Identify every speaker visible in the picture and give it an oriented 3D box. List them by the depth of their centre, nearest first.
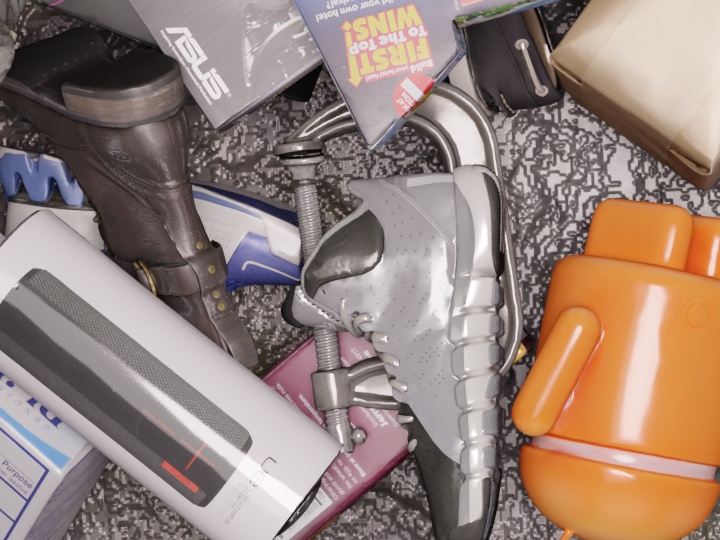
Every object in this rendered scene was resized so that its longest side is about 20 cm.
[{"bbox_3d":[-0.107,0.061,1.126,0.200,0.081,0.081,39,95,3],"label":"speaker"}]

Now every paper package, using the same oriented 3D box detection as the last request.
[{"bbox_3d":[0.202,-0.153,1.181,0.103,0.191,0.201,36,94,8],"label":"paper package"}]

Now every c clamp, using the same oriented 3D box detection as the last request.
[{"bbox_3d":[0.000,0.000,1.180,0.170,0.027,0.202,-2,90,8],"label":"c clamp"}]

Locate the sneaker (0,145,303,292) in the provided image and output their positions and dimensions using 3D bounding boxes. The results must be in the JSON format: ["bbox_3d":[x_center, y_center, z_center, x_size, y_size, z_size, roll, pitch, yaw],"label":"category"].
[{"bbox_3d":[-0.124,0.002,1.284,0.198,0.081,0.116,13,96,13],"label":"sneaker"}]

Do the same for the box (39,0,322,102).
[{"bbox_3d":[-0.067,-0.214,1.244,0.148,0.124,0.201,21,95,5],"label":"box"}]

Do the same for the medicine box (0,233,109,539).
[{"bbox_3d":[-0.236,0.080,1.233,0.182,0.103,0.200,40,133,5],"label":"medicine box"}]

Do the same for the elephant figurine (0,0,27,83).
[{"bbox_3d":[-0.225,-0.104,1.092,0.141,0.155,0.201,29,95,-37],"label":"elephant figurine"}]

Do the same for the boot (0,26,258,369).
[{"bbox_3d":[-0.134,-0.033,1.198,0.069,0.200,0.175,-26,116,-26],"label":"boot"}]

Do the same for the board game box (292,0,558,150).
[{"bbox_3d":[0.032,-0.169,1.095,0.199,0.062,0.201,-13,93,7],"label":"board game box"}]

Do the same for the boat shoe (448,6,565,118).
[{"bbox_3d":[0.068,-0.179,1.229,0.060,0.074,0.201,-6,112,18],"label":"boat shoe"}]

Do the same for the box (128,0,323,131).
[{"bbox_3d":[-0.064,-0.198,1.157,0.158,0.048,0.201,-33,90,6],"label":"box"}]

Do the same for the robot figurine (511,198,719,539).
[{"bbox_3d":[0.149,0.064,1.220,0.116,0.144,0.201,10,89,9],"label":"robot figurine"}]

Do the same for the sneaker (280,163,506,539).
[{"bbox_3d":[0.016,0.046,1.141,0.115,0.075,0.202,0,81,7],"label":"sneaker"}]

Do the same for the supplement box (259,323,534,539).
[{"bbox_3d":[-0.005,0.075,1.250,0.200,0.110,0.086,-41,85,6],"label":"supplement box"}]
